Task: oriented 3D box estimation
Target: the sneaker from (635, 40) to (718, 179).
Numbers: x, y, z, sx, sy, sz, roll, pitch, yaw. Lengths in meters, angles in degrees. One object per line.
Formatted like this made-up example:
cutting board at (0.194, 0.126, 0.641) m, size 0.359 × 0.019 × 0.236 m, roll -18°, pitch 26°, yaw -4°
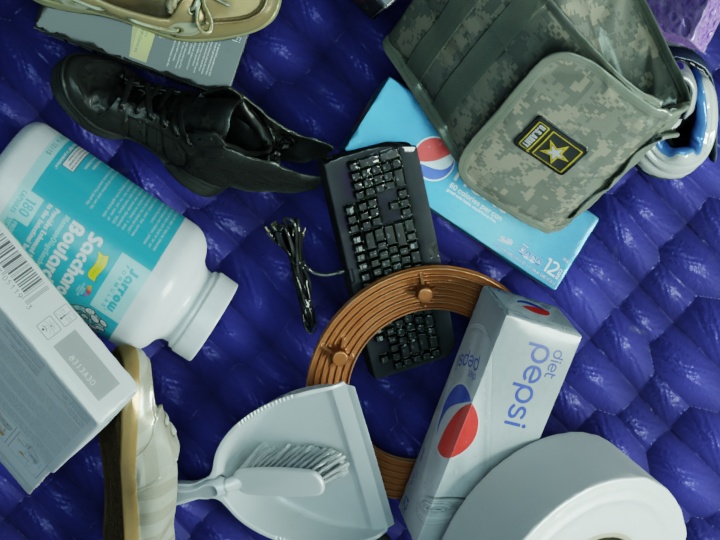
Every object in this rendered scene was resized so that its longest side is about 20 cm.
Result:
sneaker at (0.232, -0.170, 1.085) m, size 0.079 × 0.146 × 0.203 m, roll -3°, pitch 97°, yaw -4°

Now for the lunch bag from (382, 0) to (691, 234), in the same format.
lunch bag at (0.130, -0.142, 1.032) m, size 0.117 × 0.164 × 0.201 m, roll -21°, pitch 73°, yaw -37°

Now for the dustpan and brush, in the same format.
dustpan and brush at (-0.086, 0.164, 1.132) m, size 0.197 × 0.057 × 0.141 m, roll -5°, pitch 113°, yaw 27°

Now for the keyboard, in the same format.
keyboard at (0.000, 0.000, 1.106) m, size 0.125 × 0.021 × 0.202 m, roll -14°, pitch 121°, yaw 0°

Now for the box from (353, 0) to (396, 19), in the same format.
box at (0.051, -0.296, 1.071) m, size 0.200 × 0.122 × 0.106 m, roll -43°, pitch 97°, yaw 1°

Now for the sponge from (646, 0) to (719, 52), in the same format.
sponge at (0.198, -0.241, 1.066) m, size 0.030 × 0.199 × 0.113 m, roll 23°, pitch 94°, yaw -48°

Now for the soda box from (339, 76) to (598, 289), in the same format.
soda box at (0.084, -0.068, 1.125) m, size 0.199 × 0.064 × 0.068 m, roll 33°, pitch 92°, yaw -7°

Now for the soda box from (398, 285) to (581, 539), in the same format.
soda box at (0.097, 0.120, 1.109) m, size 0.067 × 0.064 × 0.202 m, roll 16°, pitch 106°, yaw -17°

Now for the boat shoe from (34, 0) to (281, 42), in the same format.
boat shoe at (-0.154, -0.208, 1.039) m, size 0.197 × 0.063 × 0.075 m, roll 4°, pitch 95°, yaw -6°

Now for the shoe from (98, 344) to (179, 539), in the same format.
shoe at (-0.167, 0.145, 1.098) m, size 0.053 × 0.070 × 0.203 m, roll -8°, pitch 119°, yaw -25°

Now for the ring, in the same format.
ring at (0.054, 0.094, 1.134) m, size 0.197 × 0.019 × 0.203 m, roll -5°, pitch 112°, yaw -12°

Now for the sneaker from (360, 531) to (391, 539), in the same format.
sneaker at (-0.022, 0.308, 1.147) m, size 0.112 × 0.076 × 0.203 m, roll 5°, pitch 100°, yaw -11°

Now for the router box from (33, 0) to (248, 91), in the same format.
router box at (-0.143, -0.252, 1.095) m, size 0.155 × 0.052 × 0.203 m, roll 19°, pitch 94°, yaw -7°

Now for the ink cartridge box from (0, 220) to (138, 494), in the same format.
ink cartridge box at (-0.257, 0.070, 1.065) m, size 0.161 × 0.200 × 0.050 m, roll 49°, pitch 56°, yaw 0°

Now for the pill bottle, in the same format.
pill bottle at (-0.193, -0.015, 1.085) m, size 0.199 × 0.111 × 0.112 m, roll 33°, pitch 92°, yaw -7°

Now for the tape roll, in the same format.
tape roll at (0.154, 0.230, 1.108) m, size 0.200 × 0.071 × 0.205 m, roll -16°, pitch 123°, yaw -26°

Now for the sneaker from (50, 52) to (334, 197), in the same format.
sneaker at (-0.125, -0.113, 1.069) m, size 0.199 × 0.104 × 0.061 m, roll 34°, pitch 57°, yaw -30°
